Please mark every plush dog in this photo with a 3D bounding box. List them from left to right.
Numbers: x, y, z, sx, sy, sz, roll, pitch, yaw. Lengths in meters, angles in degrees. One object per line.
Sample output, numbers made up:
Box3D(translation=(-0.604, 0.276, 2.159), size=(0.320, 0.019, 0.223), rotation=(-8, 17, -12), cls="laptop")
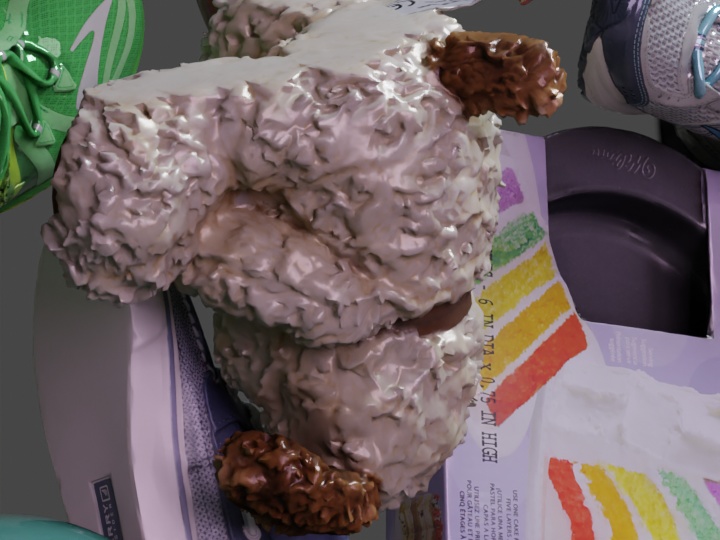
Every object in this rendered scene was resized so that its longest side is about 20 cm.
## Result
Box3D(translation=(0.000, 0.000, 0.886), size=(0.200, 0.159, 0.173), rotation=(-49, 138, -59), cls="plush dog")

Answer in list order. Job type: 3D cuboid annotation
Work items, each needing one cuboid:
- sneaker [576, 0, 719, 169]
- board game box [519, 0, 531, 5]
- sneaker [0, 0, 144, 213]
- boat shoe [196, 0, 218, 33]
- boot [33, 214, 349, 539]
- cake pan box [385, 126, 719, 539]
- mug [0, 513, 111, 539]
Box3D(translation=(0.158, -0.084, 1.028), size=(0.200, 0.086, 0.078), rotation=(19, 89, -57), cls="sneaker")
Box3D(translation=(0.075, -0.230, 1.044), size=(0.151, 0.046, 0.201), rotation=(-34, 93, -33), cls="board game box")
Box3D(translation=(-0.139, -0.051, 0.901), size=(0.074, 0.083, 0.200), rotation=(49, 57, -8), cls="sneaker")
Box3D(translation=(-0.033, -0.159, 0.977), size=(0.075, 0.074, 0.201), rotation=(-10, 95, -7), cls="boat shoe")
Box3D(translation=(-0.058, 0.067, 0.927), size=(0.090, 0.073, 0.201), rotation=(-5, 85, -38), cls="boot")
Box3D(translation=(0.098, 0.044, 1.030), size=(0.183, 0.052, 0.201), rotation=(11, 70, -29), cls="cake pan box")
Box3D(translation=(-0.104, 0.142, 0.807), size=(0.152, 0.114, 0.185), rotation=(40, 82, -3), cls="mug")
